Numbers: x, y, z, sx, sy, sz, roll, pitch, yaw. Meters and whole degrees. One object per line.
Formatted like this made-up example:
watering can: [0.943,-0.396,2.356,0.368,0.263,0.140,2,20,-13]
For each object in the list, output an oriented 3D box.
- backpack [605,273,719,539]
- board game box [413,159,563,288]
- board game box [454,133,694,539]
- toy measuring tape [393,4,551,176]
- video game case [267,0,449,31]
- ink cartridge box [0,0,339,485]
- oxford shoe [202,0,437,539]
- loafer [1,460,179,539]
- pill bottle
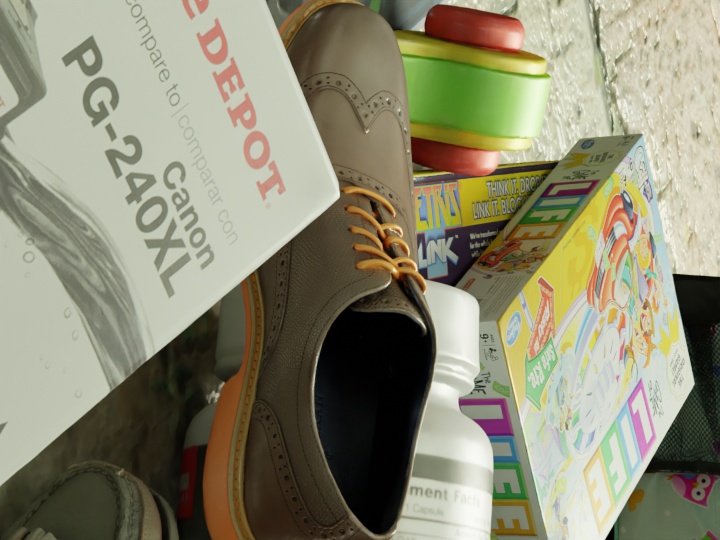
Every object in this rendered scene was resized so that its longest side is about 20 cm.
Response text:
backpack: [0.204,0.105,1.137,0.176,0.153,0.201,1,94,-68]
board game box: [0.041,0.038,0.920,0.200,0.057,0.166,-9,94,-63]
board game box: [0.094,0.038,0.924,0.200,0.034,0.135,-47,128,-54]
toy measuring tape: [0.033,-0.069,0.826,0.200,0.073,0.074,-26,111,-72]
video game case: [0.010,-0.169,0.835,0.200,0.023,0.182,-50,149,-61]
ink cartridge box: [-0.115,-0.029,0.514,0.200,0.083,0.145,-41,126,-28]
oxford shoe: [0.000,0.000,0.673,0.071,0.073,0.200,13,70,-32]
loafer: [-0.112,0.132,0.602,0.063,0.072,0.200,53,45,-37]
pill bottle: [-0.011,0.107,0.748,0.114,0.114,0.201,25,65,-60]
